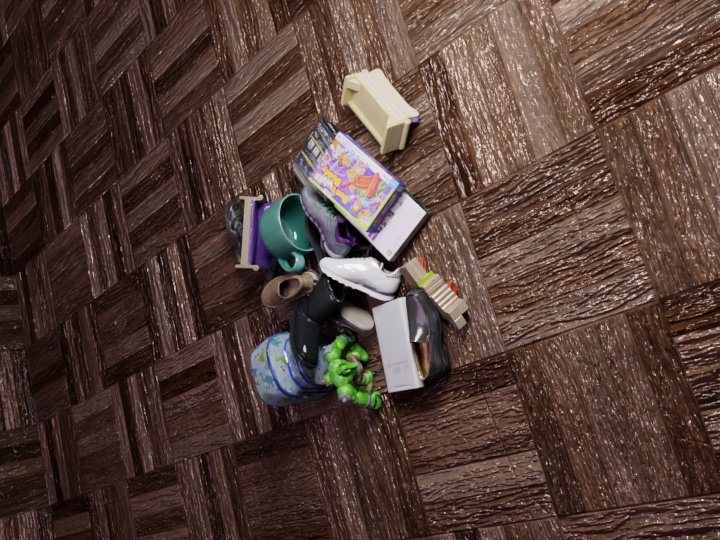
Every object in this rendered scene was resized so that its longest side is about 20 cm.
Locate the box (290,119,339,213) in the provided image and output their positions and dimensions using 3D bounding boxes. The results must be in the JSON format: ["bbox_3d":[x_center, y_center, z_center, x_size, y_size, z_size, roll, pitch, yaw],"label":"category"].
[{"bbox_3d":[-0.080,-0.252,1.750,0.162,0.049,0.201,-51,59,28],"label":"box"}]

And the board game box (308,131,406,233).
[{"bbox_3d":[-0.009,-0.202,1.590,0.200,0.045,0.135,43,108,21],"label":"board game box"}]

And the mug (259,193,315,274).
[{"bbox_3d":[-0.191,-0.094,1.767,0.113,0.186,0.152,-22,121,41],"label":"mug"}]

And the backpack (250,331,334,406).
[{"bbox_3d":[-0.165,0.238,1.734,0.146,0.198,0.186,-32,69,37],"label":"backpack"}]

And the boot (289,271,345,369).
[{"bbox_3d":[-0.098,0.112,1.643,0.163,0.073,0.200,-46,35,24],"label":"boot"}]

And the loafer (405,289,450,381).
[{"bbox_3d":[0.138,0.143,1.516,0.072,0.072,0.203,-18,92,45],"label":"loafer"}]

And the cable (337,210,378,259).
[{"bbox_3d":[0.006,-0.112,1.672,0.200,0.050,0.164,-49,60,30],"label":"cable"}]

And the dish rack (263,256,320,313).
[{"bbox_3d":[-0.174,0.036,1.837,0.199,0.054,0.155,36,115,34],"label":"dish rack"}]

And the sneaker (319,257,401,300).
[{"bbox_3d":[0.000,0.000,1.635,0.197,0.076,0.082,20,107,5],"label":"sneaker"}]

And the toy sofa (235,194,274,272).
[{"bbox_3d":[-0.281,-0.098,1.872,0.096,0.083,0.204,3,86,-1],"label":"toy sofa"}]

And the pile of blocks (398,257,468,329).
[{"bbox_3d":[0.172,0.044,1.532,0.062,0.082,0.200,-38,69,-12],"label":"pile of blocks"}]

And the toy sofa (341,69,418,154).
[{"bbox_3d":[0.045,-0.375,1.618,0.201,0.096,0.083,54,151,27],"label":"toy sofa"}]

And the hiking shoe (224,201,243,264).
[{"bbox_3d":[-0.317,-0.109,1.960,0.100,0.075,0.203,-22,83,28],"label":"hiking shoe"}]

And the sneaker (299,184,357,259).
[{"bbox_3d":[-0.070,-0.131,1.666,0.087,0.074,0.202,-34,83,43],"label":"sneaker"}]

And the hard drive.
[{"bbox_3d":[0.085,0.175,1.599,0.131,0.026,0.204,-25,73,58],"label":"hard drive"}]

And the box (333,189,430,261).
[{"bbox_3d":[0.048,-0.142,1.607,0.200,0.036,0.145,45,109,17],"label":"box"}]

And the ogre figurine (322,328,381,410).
[{"bbox_3d":[-0.027,0.240,1.663,0.097,0.119,0.204,-13,82,41],"label":"ogre figurine"}]

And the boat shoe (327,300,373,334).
[{"bbox_3d":[-0.040,0.117,1.710,0.199,0.072,0.064,30,118,43],"label":"boat shoe"}]

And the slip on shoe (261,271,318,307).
[{"bbox_3d":[-0.196,0.050,1.782,0.198,0.060,0.078,-13,84,39],"label":"slip on shoe"}]

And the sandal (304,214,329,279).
[{"bbox_3d":[-0.085,-0.060,1.746,0.042,0.076,0.203,-20,88,41],"label":"sandal"}]
